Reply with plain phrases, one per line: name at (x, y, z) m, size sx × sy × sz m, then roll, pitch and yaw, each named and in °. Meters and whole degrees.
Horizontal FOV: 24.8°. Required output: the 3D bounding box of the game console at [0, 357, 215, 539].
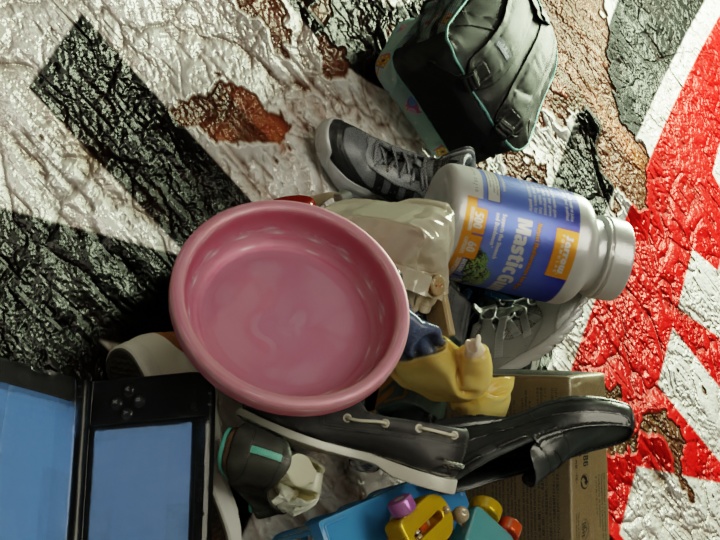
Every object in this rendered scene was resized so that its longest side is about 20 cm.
game console at (-0.211, 0.164, 1.255) m, size 0.116 × 0.174 × 0.202 m, roll 55°, pitch 32°, yaw -63°

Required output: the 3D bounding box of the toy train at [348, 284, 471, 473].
toy train at (0.040, 0.098, 1.572) m, size 0.085 × 0.113 × 0.201 m, roll 40°, pitch 47°, yaw -30°

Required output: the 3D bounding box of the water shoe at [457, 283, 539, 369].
water shoe at (0.136, 0.027, 1.746) m, size 0.079 × 0.071 × 0.201 m, roll -23°, pitch 92°, yaw -53°

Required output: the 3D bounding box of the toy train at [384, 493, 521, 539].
toy train at (0.066, 0.265, 1.388) m, size 0.199 × 0.055 × 0.152 m, roll 4°, pitch 72°, yaw -45°

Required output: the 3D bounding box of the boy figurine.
boy figurine at (0.072, 0.078, 1.458) m, size 0.200 × 0.124 × 0.065 m, roll 38°, pitch 59°, yaw -29°

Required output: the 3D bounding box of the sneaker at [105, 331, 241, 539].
sneaker at (-0.135, 0.142, 1.380) m, size 0.084 × 0.073 × 0.201 m, roll -24°, pitch 91°, yaw -49°

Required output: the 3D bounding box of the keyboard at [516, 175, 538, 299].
keyboard at (0.174, -0.028, 1.732) m, size 0.104 × 0.040 × 0.200 m, roll -56°, pitch 136°, yaw -8°

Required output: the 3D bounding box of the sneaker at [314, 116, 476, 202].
sneaker at (0.051, -0.105, 1.672) m, size 0.200 × 0.113 × 0.076 m, roll 37°, pitch 48°, yaw -34°

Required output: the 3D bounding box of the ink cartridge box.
ink cartridge box at (0.153, 0.198, 1.585) m, size 0.075 × 0.164 × 0.202 m, roll -3°, pitch 92°, yaw -51°

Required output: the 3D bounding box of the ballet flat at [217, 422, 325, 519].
ballet flat at (-0.069, 0.175, 1.372) m, size 0.200 × 0.068 × 0.069 m, roll 62°, pitch 39°, yaw -75°

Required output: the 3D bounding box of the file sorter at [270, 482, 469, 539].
file sorter at (0.006, 0.273, 1.449) m, size 0.199 × 0.122 × 0.140 m, roll -14°, pitch 84°, yaw -51°

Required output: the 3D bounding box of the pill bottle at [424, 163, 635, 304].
pill bottle at (0.163, -0.030, 1.603) m, size 0.198 × 0.112 × 0.113 m, roll 12°, pitch 61°, yaw -15°

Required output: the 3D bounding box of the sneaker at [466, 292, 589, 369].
sneaker at (0.151, 0.059, 1.677) m, size 0.082 × 0.200 × 0.075 m, roll 50°, pitch -1°, yaw -7°

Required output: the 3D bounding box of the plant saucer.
plant saucer at (-0.061, 0.036, 1.347) m, size 0.199 × 0.051 × 0.202 m, roll 8°, pitch 56°, yaw -11°

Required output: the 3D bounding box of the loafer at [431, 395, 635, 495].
loafer at (0.152, 0.160, 1.460) m, size 0.199 × 0.068 × 0.071 m, roll -9°, pitch 52°, yaw -9°

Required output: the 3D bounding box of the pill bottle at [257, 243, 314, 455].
pill bottle at (-0.068, 0.060, 1.464) m, size 0.112 × 0.112 × 0.201 m, roll -30°, pitch 98°, yaw -51°

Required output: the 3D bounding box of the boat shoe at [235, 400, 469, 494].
boat shoe at (-0.005, 0.133, 1.390) m, size 0.198 × 0.074 × 0.061 m, roll 18°, pitch 85°, yaw 1°

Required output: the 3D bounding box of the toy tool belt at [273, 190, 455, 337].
toy tool belt at (0.000, 0.000, 1.535) m, size 0.125 × 0.199 × 0.124 m, roll -26°, pitch 117°, yaw -51°

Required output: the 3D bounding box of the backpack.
backpack at (0.122, -0.230, 1.777) m, size 0.176 × 0.153 × 0.201 m, roll 50°, pitch 52°, yaw -25°
